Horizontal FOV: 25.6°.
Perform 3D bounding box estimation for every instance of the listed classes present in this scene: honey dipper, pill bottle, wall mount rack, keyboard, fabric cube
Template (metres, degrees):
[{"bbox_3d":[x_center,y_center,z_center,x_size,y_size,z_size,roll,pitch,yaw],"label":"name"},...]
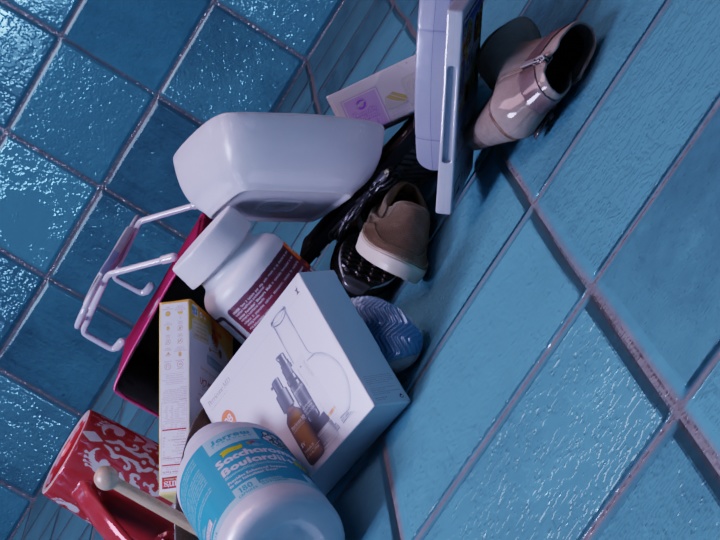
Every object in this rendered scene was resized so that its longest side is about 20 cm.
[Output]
[{"bbox_3d":[-0.156,0.235,1.452,0.038,0.199,0.038,-56,12,19],"label":"honey dipper"},{"bbox_3d":[-0.096,0.203,1.383,0.111,0.110,0.200,-58,29,5],"label":"pill bottle"},{"bbox_3d":[-0.092,0.032,1.657,0.110,0.200,0.110,-46,8,9],"label":"pill bottle"},{"bbox_3d":[-0.257,-0.006,1.843,0.174,0.074,0.200,-57,8,36],"label":"wall mount rack"},{"bbox_3d":[0.000,-0.079,1.713,0.200,0.021,0.127,-49,11,17],"label":"keyboard"},{"bbox_3d":[-0.151,0.076,1.834,0.197,0.199,0.199,-58,10,9],"label":"fabric cube"}]

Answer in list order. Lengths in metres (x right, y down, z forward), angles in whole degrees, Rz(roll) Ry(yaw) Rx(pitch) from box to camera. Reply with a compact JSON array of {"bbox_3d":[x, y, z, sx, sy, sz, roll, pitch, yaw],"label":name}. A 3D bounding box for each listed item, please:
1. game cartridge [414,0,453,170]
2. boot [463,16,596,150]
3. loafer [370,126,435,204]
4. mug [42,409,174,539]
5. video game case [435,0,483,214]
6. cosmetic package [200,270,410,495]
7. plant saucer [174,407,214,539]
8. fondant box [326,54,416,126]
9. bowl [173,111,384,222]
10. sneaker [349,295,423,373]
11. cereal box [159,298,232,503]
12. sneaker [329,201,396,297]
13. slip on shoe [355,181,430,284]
[{"bbox_3d":[0.085,-0.211,1.604,0.133,0.041,0.201,-69,-18,-57],"label":"game cartridge"},{"bbox_3d":[0.171,-0.198,1.517,0.146,0.070,0.201,-33,29,52],"label":"boot"},{"bbox_3d":[0.026,-0.115,1.824,0.200,0.075,0.070,-48,51,43],"label":"loafer"},{"bbox_3d":[-0.243,0.252,1.780,0.134,0.199,0.177,-59,11,-6],"label":"mug"},{"bbox_3d":[0.098,-0.173,1.553,0.143,0.018,0.201,-60,-25,-64],"label":"video game case"},{"bbox_3d":[-0.056,0.121,1.472,0.200,0.051,0.151,-51,56,35],"label":"cosmetic package"},{"bbox_3d":[-0.137,0.233,1.572,0.200,0.032,0.202,0,-90,-77],"label":"plant saucer"},{"bbox_3d":[0.043,-0.199,1.798,0.144,0.059,0.200,-25,2,5],"label":"fondant box"},{"bbox_3d":[-0.086,-0.103,1.686,0.200,0.199,0.075,153,115,-64],"label":"bowl"},{"bbox_3d":[-0.005,0.079,1.523,0.199,0.081,0.077,-9,54,49],"label":"sneaker"},{"bbox_3d":[-0.167,0.146,1.631,0.144,0.039,0.201,53,-148,-68],"label":"cereal box"},{"bbox_3d":[0.000,0.000,1.735,0.090,0.070,0.200,-62,5,26],"label":"sneaker"},{"bbox_3d":[0.043,-0.042,1.633,0.061,0.076,0.200,-63,3,14],"label":"slip on shoe"}]
